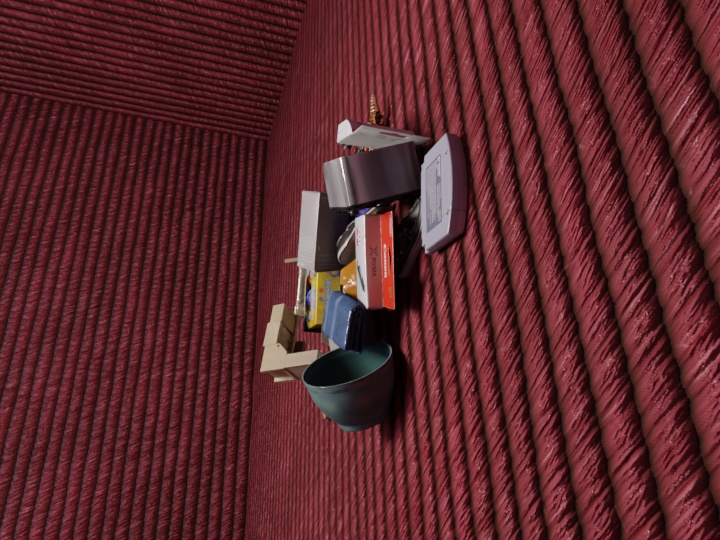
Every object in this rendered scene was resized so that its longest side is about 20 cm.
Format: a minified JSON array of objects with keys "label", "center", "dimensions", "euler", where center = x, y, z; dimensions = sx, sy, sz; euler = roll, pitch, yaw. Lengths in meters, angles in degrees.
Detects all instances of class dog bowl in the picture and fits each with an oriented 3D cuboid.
[{"label":"dog bowl","center":[-0.029,0.166,1.453],"dimensions":[0.200,0.058,0.202],"euler":[-1,89,61]}]

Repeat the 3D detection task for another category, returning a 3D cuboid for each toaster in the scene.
[{"label":"toaster","center":[0.026,-0.194,1.246],"dimensions":[0.200,0.179,0.120],"euler":[-161,56,-73]}]

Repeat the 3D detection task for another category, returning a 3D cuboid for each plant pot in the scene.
[{"label":"plant pot","center":[-0.010,0.255,1.247],"dimensions":[0.200,0.199,0.135],"euler":[-147,38,-71]}]

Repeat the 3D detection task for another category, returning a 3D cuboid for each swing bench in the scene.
[{"label":"swing bench","center":[-0.175,0.056,1.937],"dimensions":[0.200,0.129,0.201],"euler":[167,110,-66]}]

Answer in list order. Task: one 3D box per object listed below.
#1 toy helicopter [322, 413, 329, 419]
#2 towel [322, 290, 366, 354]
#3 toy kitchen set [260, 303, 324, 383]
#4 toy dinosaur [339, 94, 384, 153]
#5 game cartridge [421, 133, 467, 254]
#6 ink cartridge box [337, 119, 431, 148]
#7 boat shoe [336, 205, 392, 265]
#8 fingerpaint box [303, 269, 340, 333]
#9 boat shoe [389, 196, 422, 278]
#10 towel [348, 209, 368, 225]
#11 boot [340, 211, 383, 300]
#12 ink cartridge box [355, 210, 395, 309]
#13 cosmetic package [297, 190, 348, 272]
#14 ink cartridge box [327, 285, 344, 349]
[{"label":"toy helicopter","center":[-0.087,0.355,1.652],"dimensions":[0.133,0.078,0.201],"euler":[-119,27,-48]},{"label":"towel","center":[-0.035,0.112,1.319],"dimensions":[0.200,0.048,0.113],"euler":[-157,75,-71]},{"label":"toy kitchen set","center":[-0.145,0.209,1.604],"dimensions":[0.179,0.163,0.201],"euler":[-12,53,25]},{"label":"toy dinosaur","center":[0.032,-0.349,1.525],"dimensions":[0.135,0.102,0.201],"euler":[0,64,58]},{"label":"game cartridge","center":[0.154,-0.144,1.087],"dimensions":[0.133,0.041,0.202],"euler":[132,141,-68]},{"label":"ink cartridge box","center":[0.049,-0.305,1.282],"dimensions":[0.200,0.159,0.048],"euler":[-174,90,-73]},{"label":"boat shoe","center":[0.006,-0.102,1.435],"dimensions":[0.200,0.073,0.061],"euler":[-54,35,30]},{"label":"fingerpaint box","center":[-0.112,0.068,1.662],"dimensions":[0.167,0.073,0.202],"euler":[145,128,-68]},{"label":"boat shoe","center":[0.095,-0.066,1.209],"dimensions":[0.069,0.056,0.201],"euler":[-105,27,-51]},{"label":"towel","center":[-0.021,-0.183,1.527],"dimensions":[0.199,0.049,0.149],"euler":[20,103,48]},{"label":"boot","center":[0.008,-0.027,1.376],"dimensions":[0.143,0.070,0.203],"euler":[-19,69,39]},{"label":"ink cartridge box","center":[0.028,-0.019,1.230],"dimensions":[0.174,0.043,0.202],"euler":[178,90,-78]},{"label":"cosmetic package","center":[-0.095,-0.103,1.508],"dimensions":[0.090,0.106,0.202],"euler":[18,107,48]},{"label":"ink cartridge box","center":[-0.054,0.099,1.659],"dimensions":[0.200,0.040,0.202],"euler":[124,147,-57]}]
